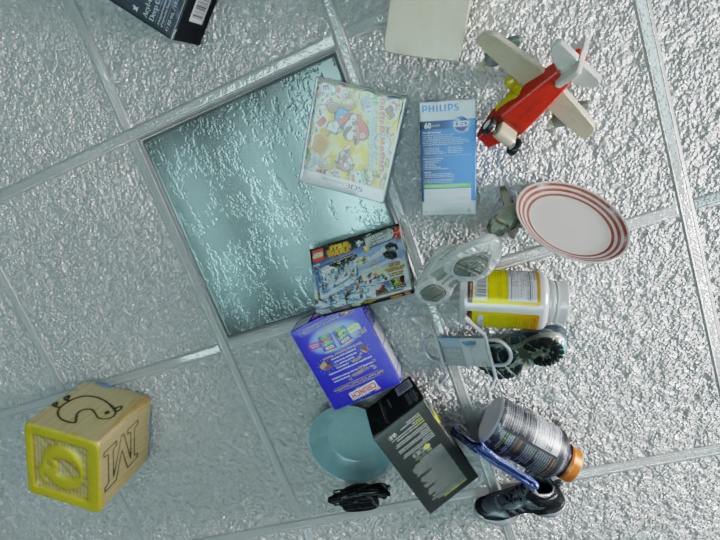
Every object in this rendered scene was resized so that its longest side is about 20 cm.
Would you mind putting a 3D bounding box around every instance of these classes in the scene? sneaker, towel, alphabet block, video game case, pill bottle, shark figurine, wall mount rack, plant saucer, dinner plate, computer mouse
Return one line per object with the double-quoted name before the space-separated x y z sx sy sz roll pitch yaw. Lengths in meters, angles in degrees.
"sneaker" 0.336 0.479 1.098 0.197 0.076 0.115 -11 127 9
"towel" 0.266 0.374 1.041 0.144 0.200 0.024 33 82 0
"alphabet block" -0.641 0.411 1.226 0.192 0.200 0.200 10 109 8
"video game case" -0.018 -0.250 0.990 0.179 0.023 0.203 15 109 7
"pill bottle" 0.352 0.353 1.054 0.198 0.106 0.107 30 110 2
"shark figurine" 0.321 -0.084 0.957 0.211 0.129 0.090 5 135 -8
"sneaker" 0.319 0.156 1.020 0.198 0.086 0.078 -20 103 41
"wall mount rack" 0.187 0.150 1.005 0.198 0.074 0.176 -5 112 38
"plant saucer" -0.019 0.390 1.178 0.198 0.039 0.204 4 107 11
"dinner plate" 0.362 -0.082 0.885 0.197 0.202 0.024 16 137 6
"computer mouse" 0.000 0.506 1.164 0.136 0.053 0.201 -7 148 -1
"sneaker" 0.173 -0.023 0.939 0.077 0.100 0.199 33 135 -23
"pill bottle" 0.286 0.055 0.974 0.197 0.109 0.111 3 108 11

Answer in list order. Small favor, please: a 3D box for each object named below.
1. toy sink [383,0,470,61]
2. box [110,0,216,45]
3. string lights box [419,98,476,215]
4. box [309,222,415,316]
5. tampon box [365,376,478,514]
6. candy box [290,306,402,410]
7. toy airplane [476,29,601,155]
"toy sink" 0.121 -0.452 0.852 0.128 0.112 0.203 10 104 8
"box" -0.370 -0.534 0.930 0.198 0.107 0.150 32 111 1
"string lights box" 0.162 -0.208 0.946 0.101 0.059 0.203 0 107 11
"box" 0.000 0.000 1.017 0.197 0.040 0.139 -15 68 16
"tampon box" 0.122 0.355 1.063 0.126 0.150 0.201 -36 99 -1
"candy box" -0.026 0.172 1.092 0.167 0.077 0.202 -25 99 16
"toy airplane" 0.290 -0.304 0.846 0.196 0.142 0.202 0 133 15
